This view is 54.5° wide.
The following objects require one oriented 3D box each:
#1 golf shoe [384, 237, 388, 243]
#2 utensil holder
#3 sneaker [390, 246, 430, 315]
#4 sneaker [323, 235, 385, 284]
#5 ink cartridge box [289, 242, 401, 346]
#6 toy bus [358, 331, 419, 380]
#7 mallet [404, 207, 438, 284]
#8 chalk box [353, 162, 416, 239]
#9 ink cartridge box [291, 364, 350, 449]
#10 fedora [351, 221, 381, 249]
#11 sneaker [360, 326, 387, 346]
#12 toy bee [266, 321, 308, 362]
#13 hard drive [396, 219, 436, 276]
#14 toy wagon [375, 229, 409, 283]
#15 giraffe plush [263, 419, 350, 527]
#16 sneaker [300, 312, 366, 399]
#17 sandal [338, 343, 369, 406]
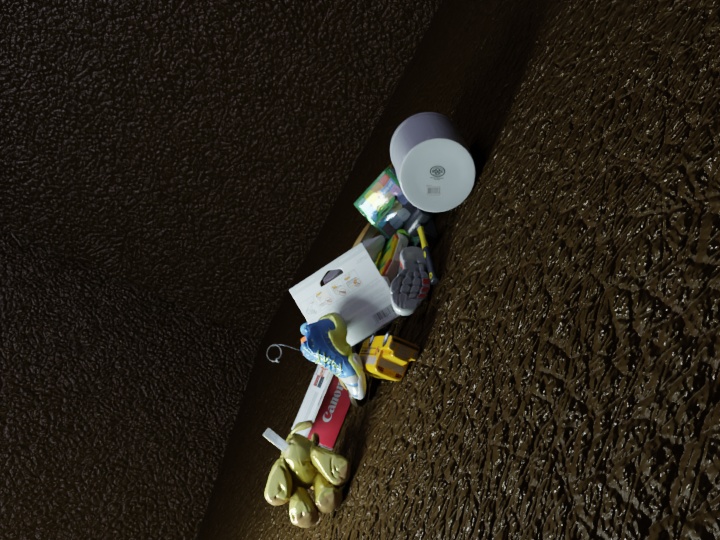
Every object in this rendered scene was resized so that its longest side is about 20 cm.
[{"bbox_3d":[0.057,-0.028,1.753,0.201,0.077,0.095,-59,12,27],"label":"golf shoe"},{"bbox_3d":[0.153,-0.233,1.489,0.171,0.169,0.200,-61,13,21],"label":"utensil holder"},{"bbox_3d":[0.104,0.036,1.436,0.201,0.076,0.082,-70,-10,-50],"label":"sneaker"},{"bbox_3d":[0.000,0.000,1.579,0.075,0.089,0.200,-17,22,51],"label":"sneaker"},{"bbox_3d":[-0.028,0.066,1.491,0.199,0.174,0.044,-32,-8,12],"label":"ink cartridge box"},{"bbox_3d":[0.050,0.168,1.361,0.079,0.065,0.200,-68,10,-11],"label":"toy bus"},{"bbox_3d":[0.127,-0.044,1.435,0.066,0.041,0.201,-50,34,43],"label":"mallet"},{"bbox_3d":[0.077,-0.169,1.647,0.124,0.124,0.200,-43,2,30],"label":"chalk box"},{"bbox_3d":[-0.072,0.301,1.620,0.201,0.083,0.175,-67,12,-9],"label":"ink cartridge box"},{"bbox_3d":[0.032,-0.054,1.862,0.201,0.082,0.201,-57,-8,-12],"label":"fedora"},{"bbox_3d":[0.015,0.111,1.645,0.200,0.083,0.121,125,156,-50],"label":"sneaker"},{"bbox_3d":[-0.099,0.158,1.605,0.199,0.109,0.132,-6,67,31],"label":"toy bee"},{"bbox_3d":[0.108,-0.023,1.590,0.140,0.038,0.201,-90,26,-67],"label":"hard drive"},{"bbox_3d":[0.053,0.001,1.596,0.200,0.039,0.156,-50,18,56],"label":"toy wagon"},{"bbox_3d":[-0.110,0.405,1.416,0.172,0.200,0.162,-36,-18,-6],"label":"giraffe plush"},{"bbox_3d":[-0.060,0.180,1.403,0.076,0.104,0.201,95,157,-49],"label":"sneaker"},{"bbox_3d":[-0.021,0.217,1.501,0.054,0.082,0.201,-20,37,9],"label":"sandal"}]
